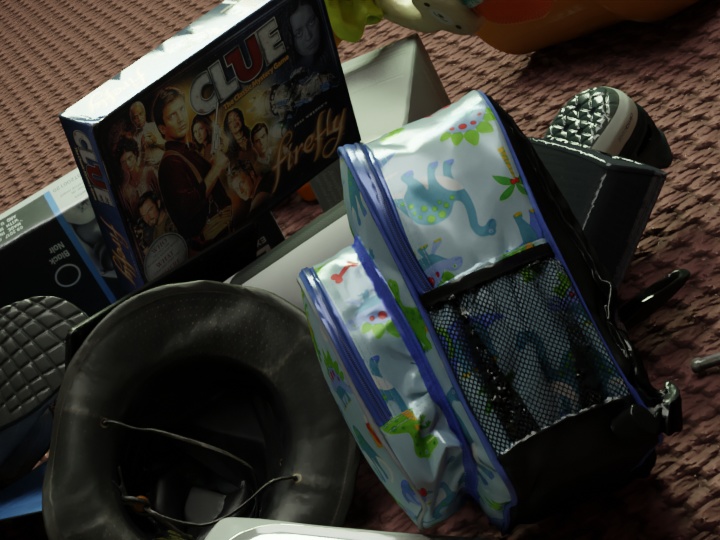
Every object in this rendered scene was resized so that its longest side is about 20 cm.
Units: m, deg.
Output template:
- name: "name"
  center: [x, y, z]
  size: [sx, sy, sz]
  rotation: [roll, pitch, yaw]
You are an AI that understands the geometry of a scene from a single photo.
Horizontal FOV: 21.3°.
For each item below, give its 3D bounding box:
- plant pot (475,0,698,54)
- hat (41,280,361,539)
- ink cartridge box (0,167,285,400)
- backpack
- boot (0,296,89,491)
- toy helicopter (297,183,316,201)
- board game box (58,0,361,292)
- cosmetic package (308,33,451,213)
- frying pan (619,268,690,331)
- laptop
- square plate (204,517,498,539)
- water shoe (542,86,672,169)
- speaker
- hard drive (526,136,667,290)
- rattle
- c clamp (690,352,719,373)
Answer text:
- name: "plant pot"
  center: [0.168, -0.272, 1.550]
  size: [0.183, 0.200, 0.200]
  rotation: [-29, 17, 42]
- name: "hat"
  center: [-0.086, 0.111, 1.113]
  size: [0.200, 0.201, 0.081]
  rotation: [-30, -18, -4]
- name: "ink cartridge box"
  center: [-0.148, 0.007, 1.322]
  size: [0.197, 0.201, 0.043]
  rotation: [-32, 42, -5]
- name: "backpack"
  center: [0.050, 0.025, 0.943]
  size: [0.146, 0.201, 0.183]
  rotation: [-22, -14, -2]
- name: "boot"
  center: [-0.235, 0.093, 1.272]
  size: [0.200, 0.070, 0.132]
  rotation: [-40, -15, 11]
- name: "toy helicopter"
  center: [-0.087, -0.101, 1.624]
  size: [0.199, 0.079, 0.133]
  rotation: [-28, 25, 37]
- name: "board game box"
  center: [-0.091, -0.091, 1.232]
  size: [0.034, 0.136, 0.200]
  rotation: [21, 49, 41]
- name: "cosmetic package"
  center: [0.023, -0.085, 1.410]
  size: [0.090, 0.107, 0.200]
  rotation: [-19, 22, 17]
- name: "frying pan"
  center: [0.102, 0.063, 1.096]
  size: [0.115, 0.031, 0.190]
  rotation: [-3, 31, 46]
- name: "laptop"
  center: [-0.169, 0.071, 1.238]
  size: [0.115, 0.201, 0.187]
  rotation: [22, 33, 25]
- name: "square plate"
  center: [-0.018, 0.183, 0.909]
  size: [0.197, 0.029, 0.200]
  rotation: [3, 32, 20]
- name: "water shoe"
  center: [0.126, -0.015, 1.191]
  size: [0.201, 0.079, 0.071]
  rotation: [-57, 33, 1]
- name: "speaker"
  center: [0.000, 0.000, 1.124]
  size: [0.200, 0.081, 0.081]
  rotation: [-33, 15, 40]
- name: "hard drive"
  center: [0.083, -0.019, 1.134]
  size: [0.200, 0.042, 0.136]
  rotation: [14, 78, 57]
- name: "rattle"
  center: [0.022, -0.176, 1.389]
  size: [0.199, 0.131, 0.143]
  rotation: [28, 63, 30]
- name: "c clamp"
  center: [0.283, -0.024, 1.071]
  size: [0.170, 0.027, 0.200]
  rotation: [-13, 27, 34]
